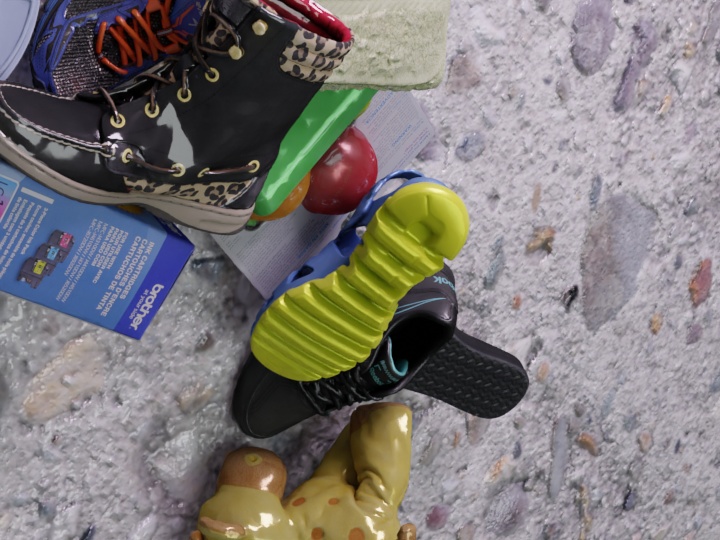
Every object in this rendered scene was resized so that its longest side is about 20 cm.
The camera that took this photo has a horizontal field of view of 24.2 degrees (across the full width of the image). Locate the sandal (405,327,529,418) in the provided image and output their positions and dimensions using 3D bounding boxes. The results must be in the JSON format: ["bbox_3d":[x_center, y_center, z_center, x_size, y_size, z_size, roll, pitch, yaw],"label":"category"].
[{"bbox_3d":[0.053,0.061,1.336,0.075,0.048,0.200,-45,130,14],"label":"sandal"}]

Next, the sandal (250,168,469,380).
[{"bbox_3d":[0.000,0.000,1.187,0.200,0.087,0.079,-40,111,21],"label":"sandal"}]

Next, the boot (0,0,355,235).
[{"bbox_3d":[-0.107,-0.106,0.951,0.199,0.073,0.151,19,120,-40],"label":"boot"}]

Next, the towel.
[{"bbox_3d":[-0.016,-0.185,1.064,0.198,0.036,0.150,-7,103,-37],"label":"towel"}]

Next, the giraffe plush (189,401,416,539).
[{"bbox_3d":[-0.049,0.194,1.266,0.160,0.201,0.174,5,128,-6],"label":"giraffe plush"}]

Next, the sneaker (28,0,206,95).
[{"bbox_3d":[-0.122,-0.167,1.057,0.200,0.078,0.076,-39,130,-20],"label":"sneaker"}]

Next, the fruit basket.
[{"bbox_3d":[-0.041,-0.086,1.179,0.186,0.093,0.200,-50,149,-9],"label":"fruit basket"}]

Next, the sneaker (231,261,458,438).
[{"bbox_3d":[-0.012,0.065,1.236,0.199,0.080,0.075,-37,124,10],"label":"sneaker"}]

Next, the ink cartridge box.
[{"bbox_3d":[-0.194,-0.036,1.020,0.199,0.136,0.077,27,101,-44],"label":"ink cartridge box"}]

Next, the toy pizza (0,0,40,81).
[{"bbox_3d":[-0.272,-0.172,0.921,0.198,0.032,0.203,5,81,-31],"label":"toy pizza"}]
